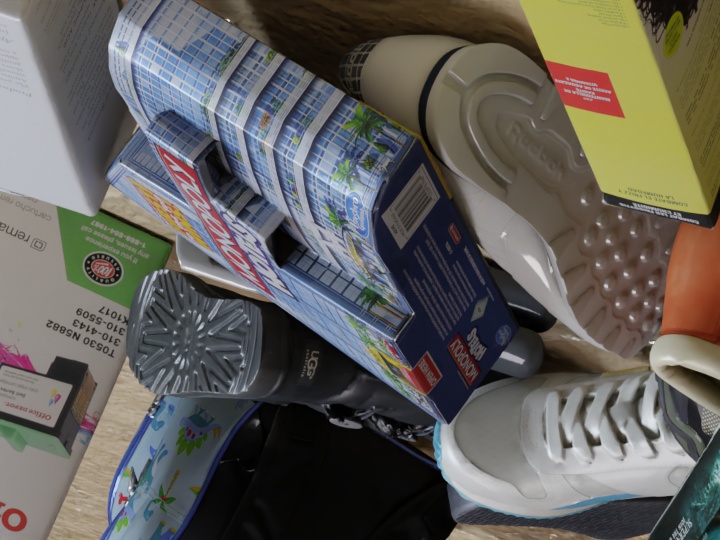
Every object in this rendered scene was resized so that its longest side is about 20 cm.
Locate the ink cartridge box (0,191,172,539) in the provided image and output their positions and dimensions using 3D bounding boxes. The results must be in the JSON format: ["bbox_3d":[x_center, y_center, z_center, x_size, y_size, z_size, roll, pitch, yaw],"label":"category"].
[{"bbox_3d":[-0.210,0.054,1.405,0.145,0.200,0.084,24,159,-7],"label":"ink cartridge box"}]

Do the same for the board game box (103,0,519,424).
[{"bbox_3d":[-0.043,-0.039,1.128,0.200,0.062,0.200,32,168,27],"label":"board game box"}]

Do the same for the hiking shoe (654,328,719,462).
[{"bbox_3d":[0.210,0.087,1.166,0.101,0.076,0.200,11,139,56],"label":"hiking shoe"}]

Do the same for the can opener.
[{"bbox_3d":[0.000,0.000,1.273,0.200,0.053,0.066,20,160,5],"label":"can opener"}]

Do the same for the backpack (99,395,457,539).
[{"bbox_3d":[-0.064,0.162,1.522,0.183,0.200,0.147,34,176,-32],"label":"backpack"}]

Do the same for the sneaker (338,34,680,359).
[{"bbox_3d":[0.070,-0.035,1.113,0.080,0.076,0.200,13,152,47],"label":"sneaker"}]

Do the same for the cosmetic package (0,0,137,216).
[{"bbox_3d":[-0.165,-0.107,1.155,0.102,0.074,0.200,19,160,10],"label":"cosmetic package"}]

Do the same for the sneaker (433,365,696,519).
[{"bbox_3d":[0.136,0.077,1.265,0.200,0.077,0.081,-1,155,-2],"label":"sneaker"}]

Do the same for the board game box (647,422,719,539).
[{"bbox_3d":[0.229,0.070,1.062,0.200,0.028,0.135,-12,152,-17],"label":"board game box"}]

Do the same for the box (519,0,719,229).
[{"bbox_3d":[0.099,-0.096,0.918,0.050,0.075,0.200,13,158,24],"label":"box"}]

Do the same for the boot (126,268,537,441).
[{"bbox_3d":[-0.006,0.053,1.370,0.200,0.066,0.165,11,-176,-32],"label":"boot"}]

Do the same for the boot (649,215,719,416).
[{"bbox_3d":[0.204,0.043,1.108,0.200,0.107,0.075,31,156,-26],"label":"boot"}]

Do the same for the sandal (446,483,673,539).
[{"bbox_3d":[0.128,0.113,1.383,0.076,0.043,0.200,-23,157,37],"label":"sandal"}]
